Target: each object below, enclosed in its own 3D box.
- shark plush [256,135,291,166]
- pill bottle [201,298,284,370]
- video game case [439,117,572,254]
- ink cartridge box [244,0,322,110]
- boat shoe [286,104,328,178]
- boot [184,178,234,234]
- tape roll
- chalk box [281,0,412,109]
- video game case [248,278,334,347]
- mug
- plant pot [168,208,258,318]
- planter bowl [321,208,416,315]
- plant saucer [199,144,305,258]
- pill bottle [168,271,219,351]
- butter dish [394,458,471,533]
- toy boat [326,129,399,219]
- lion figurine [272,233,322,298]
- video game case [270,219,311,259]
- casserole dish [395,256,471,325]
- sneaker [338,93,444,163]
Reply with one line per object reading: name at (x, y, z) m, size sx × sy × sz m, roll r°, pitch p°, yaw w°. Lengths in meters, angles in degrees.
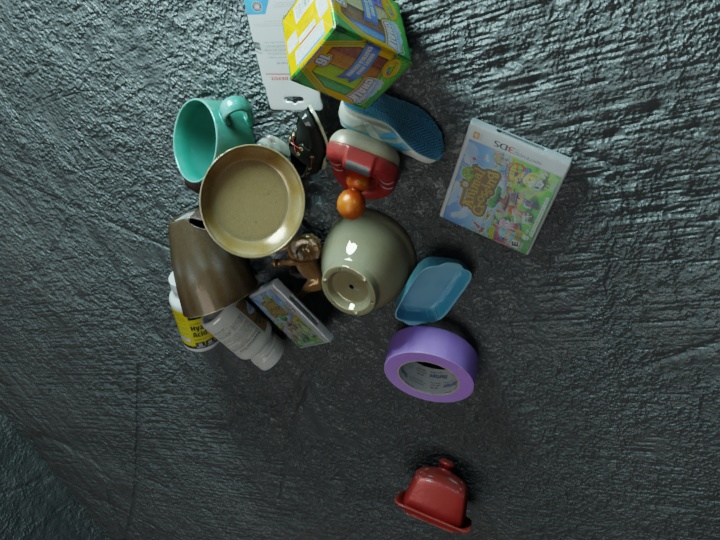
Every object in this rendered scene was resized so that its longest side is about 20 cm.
shark plush at (-0.163, -0.175, 1.303) m, size 0.088 × 0.084 × 0.204 m, roll 15°, pitch 132°, yaw 16°
pill bottle at (-0.278, 0.146, 1.599) m, size 0.112 × 0.116 × 0.200 m, roll -19°, pitch 127°, yaw 38°
video game case at (0.244, -0.140, 1.148) m, size 0.178 × 0.022 × 0.203 m, roll 24°, pitch 134°, yaw 10°
ink cartridge box at (-0.116, -0.381, 1.121) m, size 0.112 × 0.067 × 0.205 m, roll 7°, pitch 129°, yaw 23°
boat shoe at (-0.095, -0.222, 1.177) m, size 0.075 × 0.062 × 0.202 m, roll 63°, pitch 169°, yaw 11°
boot at (-0.300, -0.143, 1.320) m, size 0.194 × 0.167 × 0.074 m, roll 17°, pitch 124°, yaw 13°
tape roll at (0.150, 0.203, 1.415) m, size 0.193 × 0.067 × 0.203 m, roll 12°, pitch 145°, yaw 8°
chalk box at (-0.005, -0.345, 1.021) m, size 0.196 × 0.127 × 0.124 m, roll 10°, pitch 148°, yaw -37°
video game case at (-0.162, 0.103, 1.514) m, size 0.182 × 0.022 × 0.199 m, roll 46°, pitch 156°, yaw -11°
mug at (-0.260, -0.243, 1.257) m, size 0.181 × 0.112 × 0.158 m, roll 9°, pitch 100°, yaw 42°
plant pot at (-0.348, -0.030, 1.479) m, size 0.182 × 0.187 × 0.205 m, roll -9°, pitch 109°, yaw 34°
planter bowl at (0.000, 0.000, 1.320) m, size 0.194 × 0.136 × 0.205 m, roll 15°, pitch 131°, yaw 17°
plant saucer at (-0.200, -0.128, 1.223) m, size 0.202 × 0.199 × 0.035 m, roll 52°, pitch 171°, yaw -18°
pill bottle at (-0.411, 0.092, 1.640) m, size 0.108 × 0.112 × 0.205 m, roll 10°, pitch 130°, yaw 21°
butter dish at (0.198, 0.546, 1.656) m, size 0.194 × 0.152 × 0.199 m, roll 17°, pitch 173°, yaw 13°
toy boat at (-0.004, -0.154, 1.153) m, size 0.127 × 0.135 × 0.200 m, roll 20°, pitch 179°, yaw 4°
lion figurine at (-0.115, -0.008, 1.428) m, size 0.118 × 0.074 × 0.201 m, roll -4°, pitch 147°, yaw 18°
video game case at (-0.213, -0.123, 1.422) m, size 0.200 × 0.019 × 0.142 m, roll 44°, pitch 134°, yaw -10°
casserole dish at (0.139, 0.037, 1.309) m, size 0.117 × 0.040 × 0.202 m, roll 5°, pitch 140°, yaw -21°
sneaker at (0.054, -0.245, 1.143) m, size 0.196 × 0.078 × 0.081 m, roll 30°, pitch 158°, yaw -2°
